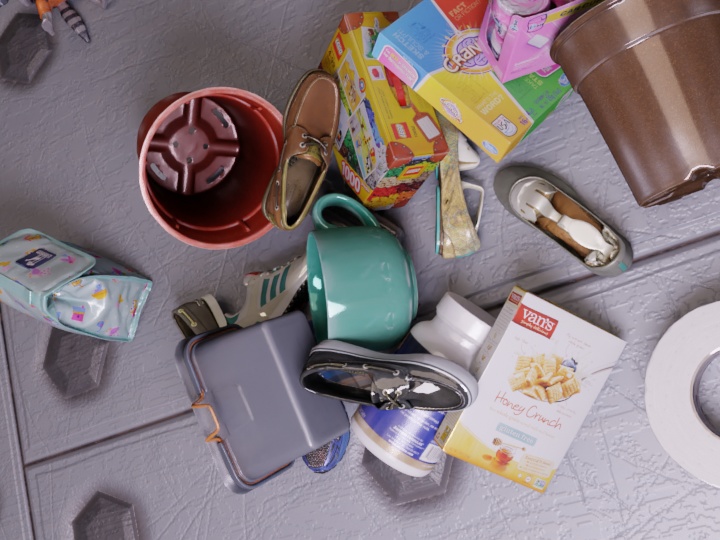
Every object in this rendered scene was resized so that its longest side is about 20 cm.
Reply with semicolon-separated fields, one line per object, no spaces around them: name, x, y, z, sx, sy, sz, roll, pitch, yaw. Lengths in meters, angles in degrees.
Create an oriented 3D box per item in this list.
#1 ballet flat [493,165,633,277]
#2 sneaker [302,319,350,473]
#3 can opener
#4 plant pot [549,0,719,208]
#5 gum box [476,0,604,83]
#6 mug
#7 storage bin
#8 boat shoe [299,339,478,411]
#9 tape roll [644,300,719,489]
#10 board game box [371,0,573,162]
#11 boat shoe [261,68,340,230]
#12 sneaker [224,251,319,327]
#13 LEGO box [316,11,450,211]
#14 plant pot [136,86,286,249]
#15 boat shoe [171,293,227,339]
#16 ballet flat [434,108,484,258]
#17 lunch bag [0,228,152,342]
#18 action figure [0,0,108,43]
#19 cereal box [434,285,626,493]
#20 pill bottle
ballet flat;0.231;-0.066;1.064;0.200;0.064;0.067;41;101;25
sneaker;-0.066;0.159;1.169;0.075;0.078;0.200;-14;77;24
can opener;-0.031;-0.081;1.207;0.200;0.067;0.053;32;94;13
plant pot;0.330;-0.184;0.971;0.200;0.200;0.199;-23;81;22
gum box;0.230;-0.294;1.019;0.200;0.114;0.066;-22;69;-12
mug;0.002;0.008;1.092;0.114;0.152;0.185;-6;107;-11
storage bin;-0.114;0.146;1.080;0.134;0.145;0.200;-27;84;34
boat shoe;0.027;0.126;0.995;0.200;0.057;0.069;9;127;24
tape roll;0.402;0.130;0.952;0.200;0.066;0.201;-4;82;26
board game box;0.137;-0.240;1.074;0.200;0.040;0.153;42;61;9
boat shoe;-0.062;-0.144;1.108;0.068;0.072;0.200;-144;67;-66
sneaker;-0.109;0.015;1.214;0.093;0.070;0.200;41;104;19
LEGO box;0.019;-0.193;1.134;0.149;0.077;0.200;-50;54;59
plant pot;-0.204;-0.150;1.196;0.201;0.201;0.195;-63;28;6
boat shoe;-0.193;0.125;1.231;0.060;0.072;0.202;-18;63;-24
ballet flat;0.119;-0.113;1.131;0.071;0.071;0.200;-8;79;25
lunch bag;-0.429;0.021;1.298;0.170;0.200;0.122;22;93;28
action figure;-0.522;-0.432;1.466;0.200;0.105;0.193;-43;59;-12
cereal box;0.190;0.135;1.022;0.144;0.040;0.200;25;97;-18
pill bottle;0.086;0.132;1.078;0.116;0.116;0.200;37;99;25
